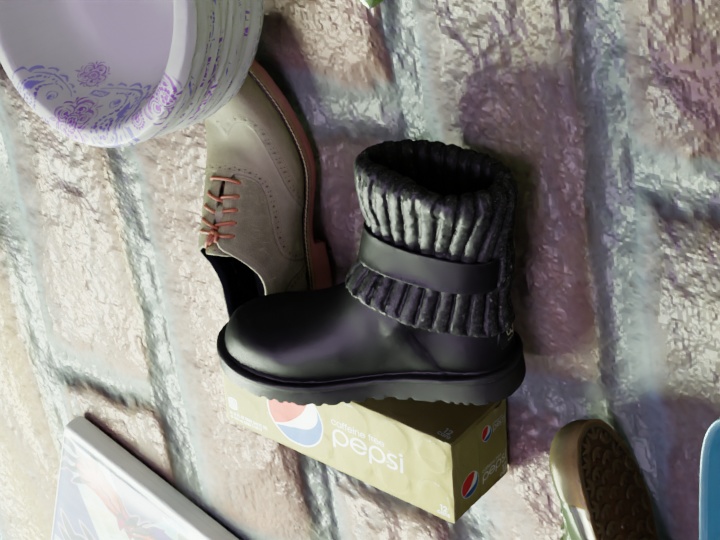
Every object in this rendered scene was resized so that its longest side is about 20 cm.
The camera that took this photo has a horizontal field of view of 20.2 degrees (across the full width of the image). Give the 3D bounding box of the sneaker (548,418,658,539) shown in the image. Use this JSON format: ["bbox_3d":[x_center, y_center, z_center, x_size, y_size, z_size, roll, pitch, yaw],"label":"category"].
[{"bbox_3d":[0.146,0.188,1.280,0.089,0.067,0.201,-10,114,42],"label":"sneaker"}]

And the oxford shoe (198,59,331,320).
[{"bbox_3d":[-0.073,-0.044,1.315,0.070,0.075,0.201,9,123,43],"label":"oxford shoe"}]

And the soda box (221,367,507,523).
[{"bbox_3d":[0.001,0.091,1.354,0.199,0.064,0.068,21,131,32],"label":"soda box"}]

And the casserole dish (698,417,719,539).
[{"bbox_3d":[0.257,0.157,1.174,0.121,0.039,0.201,20,131,33],"label":"casserole dish"}]

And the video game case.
[{"bbox_3d":[-0.174,0.237,1.666,0.200,0.023,0.183,35,138,20],"label":"video game case"}]

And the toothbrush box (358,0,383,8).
[{"bbox_3d":[0.049,-0.237,0.956,0.086,0.200,0.146,38,139,18],"label":"toothbrush box"}]

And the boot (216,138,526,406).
[{"bbox_3d":[0.001,-0.002,1.246,0.209,0.080,0.159,-1,127,15],"label":"boot"}]

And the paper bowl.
[{"bbox_3d":[-0.138,-0.183,1.237,0.200,0.104,0.202,19,119,38],"label":"paper bowl"}]
